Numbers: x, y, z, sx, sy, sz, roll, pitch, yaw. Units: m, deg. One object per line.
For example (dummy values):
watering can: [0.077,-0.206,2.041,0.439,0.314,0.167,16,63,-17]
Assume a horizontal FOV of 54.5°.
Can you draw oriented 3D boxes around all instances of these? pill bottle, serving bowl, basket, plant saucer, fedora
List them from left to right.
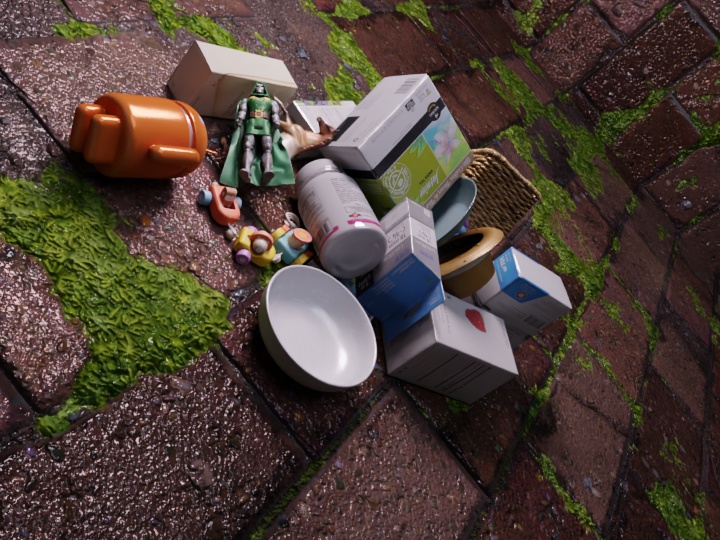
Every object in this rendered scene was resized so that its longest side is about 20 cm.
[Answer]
serving bowl: [-0.071,0.093,1.022,0.200,0.066,0.200,29,39,-27]
pill bottle: [-0.040,-0.092,1.174,0.113,0.113,0.200,18,33,-39]
plant saucer: [0.135,-0.087,1.274,0.039,0.201,0.201,48,32,-23]
fedora: [0.167,-0.001,1.219,0.082,0.200,0.201,62,32,-13]
basket: [0.251,-0.174,1.466,0.200,0.149,0.143,31,15,-36]

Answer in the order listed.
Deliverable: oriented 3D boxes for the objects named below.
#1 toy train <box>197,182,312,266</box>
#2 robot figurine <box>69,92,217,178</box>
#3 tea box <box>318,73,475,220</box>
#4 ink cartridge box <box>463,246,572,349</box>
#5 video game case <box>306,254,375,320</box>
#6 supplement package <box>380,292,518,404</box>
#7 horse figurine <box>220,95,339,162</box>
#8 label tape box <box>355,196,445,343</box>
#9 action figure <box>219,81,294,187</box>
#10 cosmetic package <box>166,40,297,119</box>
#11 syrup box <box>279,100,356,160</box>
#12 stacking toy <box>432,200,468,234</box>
toy train: [-0.151,-0.076,1.103,0.200,0.056,0.150,12,49,-42]
robot figurine: [-0.302,-0.188,0.985,0.200,0.144,0.117,-7,85,-51]
tea box: [0.069,-0.215,1.276,0.200,0.134,0.197,-49,123,-17]
ink cartridge box: [0.264,0.070,1.308,0.146,0.200,0.086,28,38,-29]
video game case: [0.000,0.000,1.236,0.143,0.017,0.200,48,34,-3]
supplement package: [0.150,0.128,1.193,0.200,0.120,0.121,24,42,-33]
horse figurine: [-0.149,-0.219,1.198,0.133,0.050,0.200,44,64,0]
label tape box: [0.059,-0.003,1.160,0.063,0.144,0.200,28,40,-29]
action figure: [-0.167,-0.229,1.142,0.118,0.055,0.200,2,59,-11]
cosmetic package: [-0.220,-0.323,1.220,0.200,0.104,0.073,-8,63,-51]
syrup box: [-0.071,-0.275,1.364,0.082,0.079,0.200,56,34,9]
stacking toy: [0.166,-0.031,1.331,0.085,0.085,0.200,23,57,-34]
